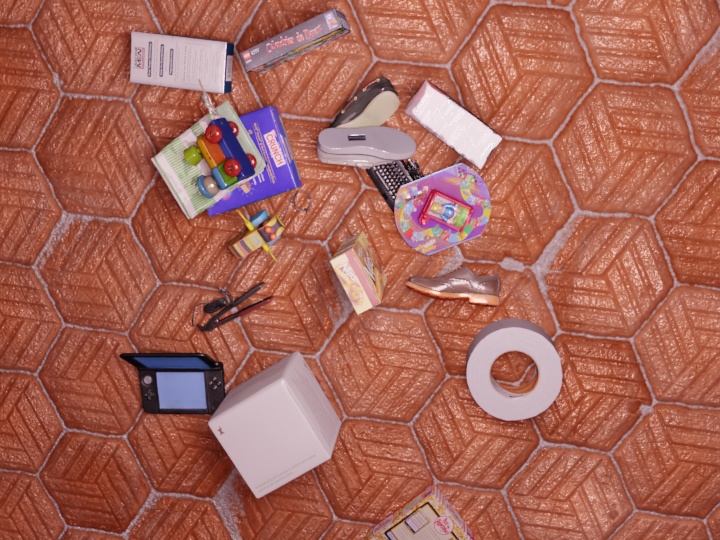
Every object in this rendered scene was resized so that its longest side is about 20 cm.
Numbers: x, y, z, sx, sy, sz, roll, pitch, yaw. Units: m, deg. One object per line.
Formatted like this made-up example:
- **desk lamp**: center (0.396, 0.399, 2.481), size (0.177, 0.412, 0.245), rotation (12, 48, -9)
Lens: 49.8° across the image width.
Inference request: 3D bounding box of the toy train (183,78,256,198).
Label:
- **toy train**: center (-0.295, -0.247, 1.486), size (0.114, 0.085, 0.202), rotation (-28, 94, 25)

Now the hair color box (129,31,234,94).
- **hair color box**: center (-0.357, -0.416, 1.555), size (0.195, 0.061, 0.102), rotation (8, 104, 5)

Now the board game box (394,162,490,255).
- **board game box**: center (0.167, -0.114, 1.552), size (0.196, 0.039, 0.160), rotation (-20, 110, 7)

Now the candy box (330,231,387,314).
- **candy box**: center (0.000, 0.000, 1.536), size (0.055, 0.200, 0.117), rotation (-27, 99, 12)

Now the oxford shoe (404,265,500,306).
- **oxford shoe**: center (0.190, 0.026, 1.597), size (0.195, 0.071, 0.075), rotation (9, 85, 0)

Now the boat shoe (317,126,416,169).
- **boat shoe**: center (0.010, -0.235, 1.528), size (0.195, 0.072, 0.070), rotation (-2, 148, -11)

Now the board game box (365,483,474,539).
- **board game box**: center (0.133, 0.598, 1.738), size (0.199, 0.046, 0.152), rotation (-38, 96, 13)

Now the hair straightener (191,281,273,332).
- **hair straightener**: center (-0.287, 0.071, 1.677), size (0.197, 0.041, 0.078), rotation (-25, 99, 16)

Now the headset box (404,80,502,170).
- **headset box**: center (0.167, -0.285, 1.476), size (0.198, 0.149, 0.076), rotation (36, 104, -2)

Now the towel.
- **towel**: center (-0.302, -0.215, 1.537), size (0.198, 0.023, 0.154), rotation (-32, 94, 13)

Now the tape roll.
- **tape roll**: center (0.318, 0.206, 1.615), size (0.196, 0.066, 0.205), rotation (2, 103, 7)

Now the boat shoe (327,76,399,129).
- **boat shoe**: center (-0.008, -0.301, 1.542), size (0.200, 0.064, 0.073), rotation (-38, 139, 25)

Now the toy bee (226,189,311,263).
- **toy bee**: center (-0.200, -0.086, 1.584), size (0.130, 0.109, 0.201), rotation (32, 110, -10)

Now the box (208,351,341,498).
- **box**: center (-0.176, 0.323, 1.647), size (0.197, 0.171, 0.202), rotation (-30, 98, 13)

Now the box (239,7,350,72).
- **box**: center (-0.121, -0.436, 1.483), size (0.197, 0.137, 0.038), rotation (-22, 100, 12)

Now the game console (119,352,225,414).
- **game console**: center (-0.405, 0.247, 1.687), size (0.195, 0.116, 0.180), rotation (0, 103, 8)

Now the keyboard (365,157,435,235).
- **keyboard**: center (0.086, -0.175, 1.568), size (0.103, 0.040, 0.202), rotation (-34, 98, 14)

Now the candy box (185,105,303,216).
- **candy box**: center (-0.236, -0.222, 1.578), size (0.196, 0.077, 0.172), rotation (-16, 99, 12)
